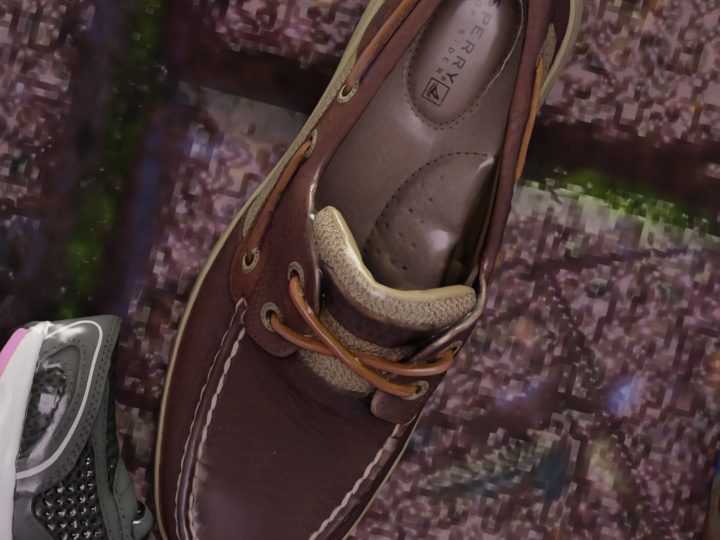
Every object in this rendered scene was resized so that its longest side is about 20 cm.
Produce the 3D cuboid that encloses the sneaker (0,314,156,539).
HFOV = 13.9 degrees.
[{"bbox_3d":[-0.065,0.107,0.778,0.086,0.080,0.200,2,103,-4],"label":"sneaker"}]

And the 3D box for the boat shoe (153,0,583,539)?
[{"bbox_3d":[0.000,0.000,0.770,0.072,0.072,0.200,28,100,-4],"label":"boat shoe"}]

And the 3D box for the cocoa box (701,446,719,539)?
[{"bbox_3d":[0.193,0.098,0.761,0.200,0.133,0.132,11,89,-4],"label":"cocoa box"}]
